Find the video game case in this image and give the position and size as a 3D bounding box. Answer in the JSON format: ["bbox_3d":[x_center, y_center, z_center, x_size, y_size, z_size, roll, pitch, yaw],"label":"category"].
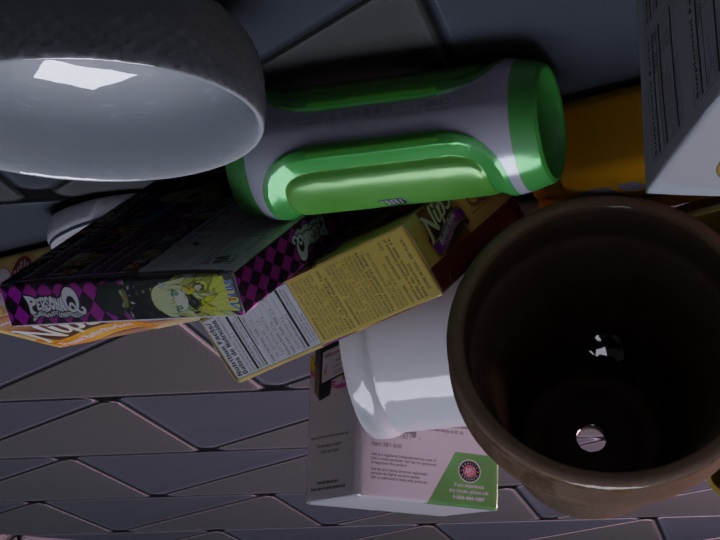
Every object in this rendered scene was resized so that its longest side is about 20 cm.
[{"bbox_3d":[-0.109,-0.019,1.297,0.181,0.036,0.200,-3,-159,28],"label":"video game case"}]

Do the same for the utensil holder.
[{"bbox_3d":[0.099,0.032,1.459,0.199,0.170,0.170,-7,164,14],"label":"utensil holder"}]

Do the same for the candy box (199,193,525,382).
[{"bbox_3d":[0.000,0.000,1.302,0.200,0.057,0.117,-23,-169,42],"label":"candy box"}]

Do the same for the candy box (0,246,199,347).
[{"bbox_3d":[-0.215,0.016,1.604,0.200,0.055,0.115,-10,162,35],"label":"candy box"}]

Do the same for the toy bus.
[{"bbox_3d":[0.194,-0.080,1.235,0.200,0.065,0.078,-11,161,35],"label":"toy bus"}]

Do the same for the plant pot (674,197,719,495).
[{"bbox_3d":[0.327,0.015,1.322,0.200,0.200,0.176,-15,-169,45],"label":"plant pot"}]

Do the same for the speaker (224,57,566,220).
[{"bbox_3d":[0.021,-0.080,1.202,0.199,0.089,0.088,-6,164,20],"label":"speaker"}]

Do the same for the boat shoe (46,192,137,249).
[{"bbox_3d":[-0.143,-0.019,1.458,0.199,0.066,0.072,-5,164,15],"label":"boat shoe"}]

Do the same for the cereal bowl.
[{"bbox_3d":[-0.150,-0.116,1.069,0.199,0.084,0.200,-1,165,0],"label":"cereal bowl"}]

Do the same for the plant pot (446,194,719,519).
[{"bbox_3d":[0.154,0.080,1.259,0.200,0.201,0.175,0,151,1],"label":"plant pot"}]

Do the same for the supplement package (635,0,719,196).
[{"bbox_3d":[0.219,-0.132,0.881,0.151,0.151,0.200,1,165,-5],"label":"supplement package"}]

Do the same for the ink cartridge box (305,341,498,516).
[{"bbox_3d":[0.037,0.098,1.636,0.145,0.201,0.084,10,165,-32],"label":"ink cartridge box"}]
